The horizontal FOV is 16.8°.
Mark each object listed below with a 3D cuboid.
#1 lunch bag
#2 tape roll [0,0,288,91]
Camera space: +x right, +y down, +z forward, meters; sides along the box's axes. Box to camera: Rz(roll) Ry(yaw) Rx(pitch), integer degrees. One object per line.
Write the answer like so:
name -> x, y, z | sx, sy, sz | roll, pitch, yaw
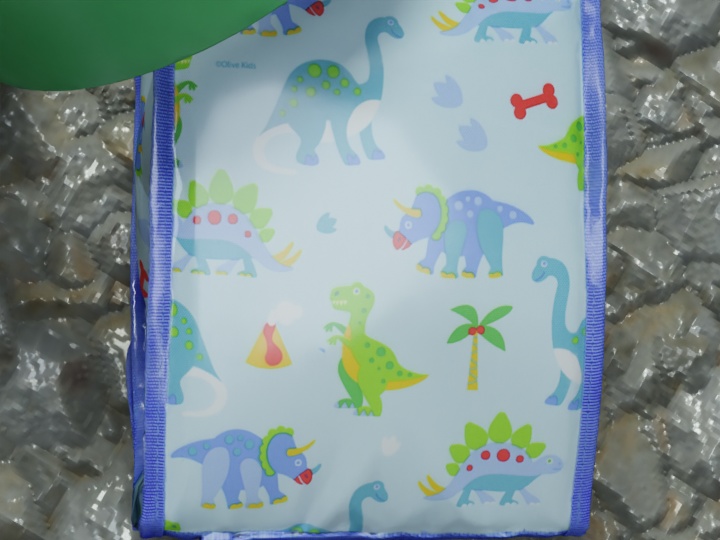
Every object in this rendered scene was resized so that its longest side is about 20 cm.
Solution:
lunch bag -> 0.000, 0.000, 0.896 | 0.169, 0.127, 0.201 | 0, 79, -8
tape roll -> -0.069, -0.149, 0.857 | 0.200, 0.200, 0.048 | -40, 126, -7
